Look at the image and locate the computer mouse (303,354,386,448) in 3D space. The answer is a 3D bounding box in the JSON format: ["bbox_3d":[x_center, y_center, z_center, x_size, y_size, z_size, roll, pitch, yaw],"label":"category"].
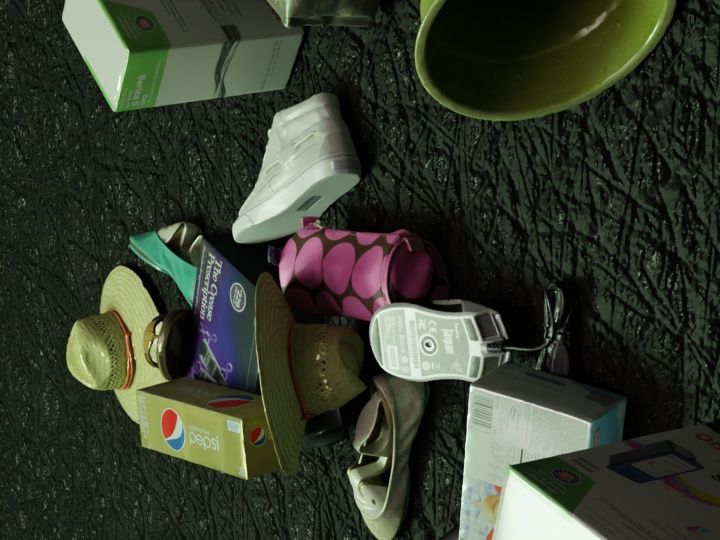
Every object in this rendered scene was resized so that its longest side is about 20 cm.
[{"bbox_3d":[-0.022,0.132,1.691,0.200,0.034,0.059,-42,62,52],"label":"computer mouse"}]

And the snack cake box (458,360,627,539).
[{"bbox_3d":[0.146,0.189,1.380,0.114,0.067,0.202,16,113,30],"label":"snack cake box"}]

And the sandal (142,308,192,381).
[{"bbox_3d":[-0.213,0.075,1.871,0.200,0.054,0.083,-77,-1,-86],"label":"sandal"}]

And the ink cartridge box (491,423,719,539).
[{"bbox_3d":[0.214,0.188,1.187,0.145,0.199,0.088,35,122,49],"label":"ink cartridge box"}]

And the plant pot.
[{"bbox_3d":[0.116,-0.251,1.274,0.200,0.198,0.191,123,142,-46],"label":"plant pot"}]

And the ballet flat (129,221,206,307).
[{"bbox_3d":[-0.194,-0.014,1.909,0.200,0.067,0.071,39,104,46],"label":"ballet flat"}]

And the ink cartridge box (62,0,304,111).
[{"bbox_3d":[-0.178,-0.247,1.692,0.146,0.199,0.084,58,143,32],"label":"ink cartridge box"}]

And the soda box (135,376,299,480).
[{"bbox_3d":[-0.149,0.159,1.726,0.199,0.067,0.065,9,108,50],"label":"soda box"}]

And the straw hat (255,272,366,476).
[{"bbox_3d":[-0.038,0.092,1.572,0.201,0.084,0.203,-8,-90,-84],"label":"straw hat"}]

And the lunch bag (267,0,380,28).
[{"bbox_3d":[-0.049,-0.346,1.548,0.201,0.117,0.165,58,141,41],"label":"lunch bag"}]

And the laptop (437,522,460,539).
[{"bbox_3d":[0.135,0.329,1.516,0.200,0.116,0.188,-41,60,20],"label":"laptop"}]

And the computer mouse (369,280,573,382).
[{"bbox_3d":[0.097,0.058,1.444,0.199,0.044,0.111,5,108,35],"label":"computer mouse"}]

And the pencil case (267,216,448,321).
[{"bbox_3d":[0.000,0.000,1.582,0.199,0.090,0.095,7,90,54],"label":"pencil case"}]

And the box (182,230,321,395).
[{"bbox_3d":[-0.117,0.078,1.782,0.141,0.078,0.202,37,127,41],"label":"box"}]

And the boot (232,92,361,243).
[{"bbox_3d":[-0.070,-0.103,1.689,0.200,0.073,0.096,-32,65,46],"label":"boot"}]

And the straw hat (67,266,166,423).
[{"bbox_3d":[-0.316,0.100,2.076,0.200,0.084,0.203,18,112,54],"label":"straw hat"}]

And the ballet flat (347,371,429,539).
[{"bbox_3d":[0.016,0.178,1.616,0.067,0.062,0.202,40,130,46],"label":"ballet flat"}]
